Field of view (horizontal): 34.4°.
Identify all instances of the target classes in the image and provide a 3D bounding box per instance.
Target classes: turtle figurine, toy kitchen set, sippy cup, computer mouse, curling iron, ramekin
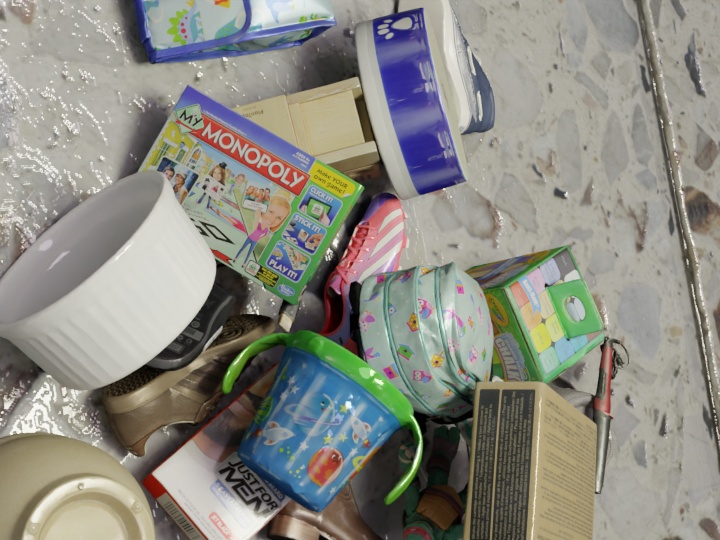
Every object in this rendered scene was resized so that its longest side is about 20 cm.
[{"bbox_3d":[0.089,0.247,1.248,0.150,0.101,0.200,43,30,2],"label":"turtle figurine"},{"bbox_3d":[-0.075,-0.085,1.239,0.199,0.180,0.164,-14,86,2],"label":"toy kitchen set"},{"bbox_3d":[-0.041,0.146,1.077,0.130,0.178,0.140,-53,131,-15],"label":"sippy cup"},{"bbox_3d":[-0.139,0.048,1.131,0.140,0.046,0.200,20,40,2],"label":"computer mouse"},{"bbox_3d":[0.296,0.171,1.392,0.050,0.026,0.200,34,55,-34],"label":"curling iron"},{"bbox_3d":[-0.225,0.013,1.032,0.098,0.200,0.201,53,55,-26],"label":"ramekin"}]

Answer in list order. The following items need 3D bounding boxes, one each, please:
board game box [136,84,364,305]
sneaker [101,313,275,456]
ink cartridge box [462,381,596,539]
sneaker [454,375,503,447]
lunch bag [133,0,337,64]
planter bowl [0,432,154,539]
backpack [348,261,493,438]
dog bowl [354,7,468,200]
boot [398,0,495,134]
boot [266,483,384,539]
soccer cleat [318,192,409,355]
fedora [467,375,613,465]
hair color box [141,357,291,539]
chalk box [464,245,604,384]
[{"bbox_3d":[-0.116,-0.074,1.137,0.200,0.029,0.135,30,92,5],"label":"board game box"},{"bbox_3d":[-0.164,0.109,1.150,0.200,0.070,0.076,-28,117,-34],"label":"sneaker"},{"bbox_3d":[0.173,0.211,1.155,0.200,0.075,0.165,37,56,-57],"label":"ink cartridge box"},{"bbox_3d":[0.116,0.137,1.302,0.077,0.091,0.200,-32,78,-9],"label":"sneaker"},{"bbox_3d":[-0.144,-0.311,1.203,0.200,0.127,0.171,-14,92,-25],"label":"lunch bag"},{"bbox_3d":[-0.258,0.238,0.999,0.200,0.135,0.201,7,78,-36],"label":"planter bowl"},{"bbox_3d":[0.065,0.064,1.161,0.200,0.126,0.167,40,35,-64],"label":"backpack"},{"bbox_3d":[0.058,-0.184,1.281,0.200,0.079,0.201,-14,90,-81],"label":"dog bowl"},{"bbox_3d":[0.108,-0.261,1.421,0.090,0.073,0.201,-10,89,-53],"label":"boot"},{"bbox_3d":[-0.004,0.209,1.247,0.186,0.064,0.200,27,62,-31],"label":"boot"},{"bbox_3d":[0.000,0.000,1.286,0.076,0.067,0.200,21,72,-28],"label":"soccer cleat"},{"bbox_3d":[0.233,0.204,1.404,0.200,0.090,0.177,-1,82,-37],"label":"fedora"},{"bbox_3d":[-0.101,0.179,1.143,0.200,0.064,0.111,-41,90,-28],"label":"hair color box"},{"bbox_3d":[0.184,0.056,1.325,0.124,0.200,0.125,-29,99,-37],"label":"chalk box"}]
